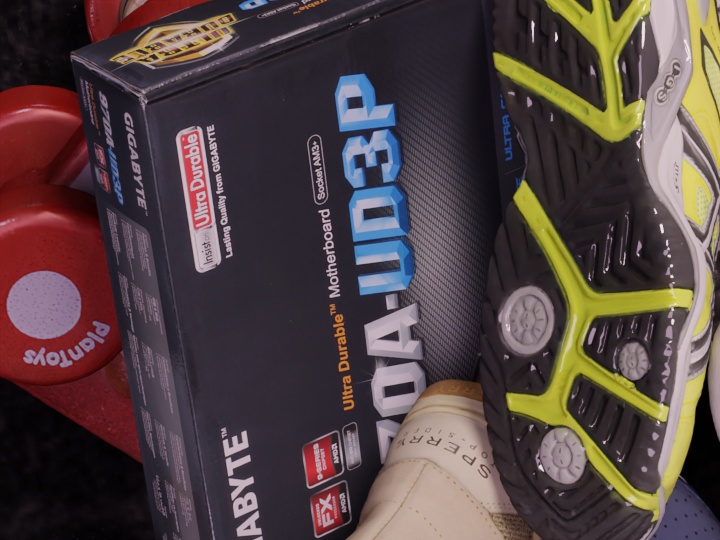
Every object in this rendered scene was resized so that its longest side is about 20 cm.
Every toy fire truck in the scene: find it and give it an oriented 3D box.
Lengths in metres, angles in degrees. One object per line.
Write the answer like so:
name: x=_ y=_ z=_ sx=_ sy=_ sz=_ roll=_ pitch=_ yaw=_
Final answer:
toy fire truck: x=-0.043 y=-0.019 z=0.869 sx=0.168 sy=0.112 sz=0.200 roll=35 pitch=106 yaw=-22

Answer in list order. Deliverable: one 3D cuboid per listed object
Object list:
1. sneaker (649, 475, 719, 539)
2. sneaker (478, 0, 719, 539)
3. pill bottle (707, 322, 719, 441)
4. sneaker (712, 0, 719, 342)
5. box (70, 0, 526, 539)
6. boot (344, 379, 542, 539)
sneaker: x=0.136 y=0.137 z=0.732 sx=0.108 sy=0.070 sz=0.201 roll=-34 pitch=78 yaw=56
sneaker: x=0.085 y=-0.013 z=0.751 sx=0.075 sy=0.076 sz=0.201 roll=-1 pitch=82 yaw=40
pill bottle: x=0.211 y=0.013 z=0.755 sx=0.199 sy=0.114 sz=0.115 roll=-29 pitch=94 yaw=-28
sneaker: x=0.112 y=-0.066 z=0.835 sx=0.075 sy=0.081 sz=0.201 roll=-24 pitch=75 yaw=29
box: x=0.000 y=0.000 z=0.805 sx=0.046 sy=0.158 sz=0.201 roll=32 pitch=137 yaw=49
boot: x=0.009 y=0.154 z=0.770 sx=0.072 sy=0.155 sz=0.201 roll=15 pitch=125 yaw=24
